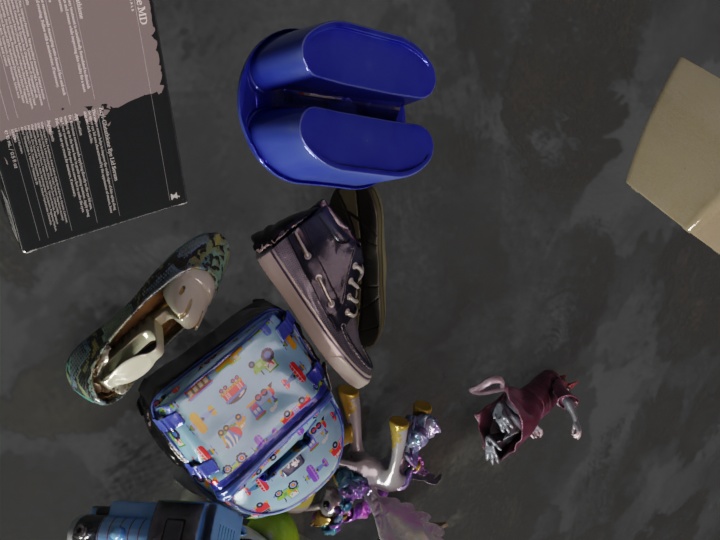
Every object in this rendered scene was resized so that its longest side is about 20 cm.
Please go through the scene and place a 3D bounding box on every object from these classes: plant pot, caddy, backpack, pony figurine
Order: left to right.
[{"bbox_3d":[-0.101,0.156,0.812,0.181,0.134,0.202,-35,105,-17],"label":"backpack"},{"bbox_3d":[-0.020,-0.152,0.765,0.197,0.104,0.145,2,91,-38],"label":"caddy"},{"bbox_3d":[0.029,0.258,1.024,0.189,0.167,0.203,12,114,-7],"label":"pony figurine"},{"bbox_3d":[0.492,-0.140,1.122,0.198,0.200,0.178,21,112,-43],"label":"plant pot"}]

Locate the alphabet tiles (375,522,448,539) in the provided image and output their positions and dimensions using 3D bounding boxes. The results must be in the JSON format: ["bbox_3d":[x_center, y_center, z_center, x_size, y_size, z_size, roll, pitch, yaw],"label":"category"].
[{"bbox_3d":[0.018,0.384,1.082,0.197,0.166,0.006,-22,84,-27],"label":"alphabet tiles"}]

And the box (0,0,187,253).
[{"bbox_3d":[-0.224,-0.136,0.628,0.139,0.079,0.203,-19,124,-25],"label":"box"}]

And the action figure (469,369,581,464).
[{"bbox_3d":[0.245,0.194,1.196,0.198,0.134,0.151,-29,88,-37],"label":"action figure"}]

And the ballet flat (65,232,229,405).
[{"bbox_3d":[-0.189,0.050,0.769,0.200,0.074,0.074,-47,134,-7],"label":"ballet flat"}]

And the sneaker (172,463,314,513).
[{"bbox_3d":[-0.121,0.210,0.923,0.199,0.075,0.107,26,82,-47],"label":"sneaker"}]

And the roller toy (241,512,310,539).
[{"bbox_3d":[-0.118,0.382,0.900,0.198,0.185,0.139,-32,145,23],"label":"roller toy"}]

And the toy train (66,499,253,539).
[{"bbox_3d":[-0.201,0.273,0.809,0.115,0.196,0.088,57,36,-54],"label":"toy train"}]

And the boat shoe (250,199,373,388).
[{"bbox_3d":[-0.022,0.024,0.834,0.092,0.075,0.201,-33,111,5],"label":"boat shoe"}]

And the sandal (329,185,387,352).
[{"bbox_3d":[0.001,-0.001,0.889,0.057,0.078,0.205,-34,134,-63],"label":"sandal"}]
